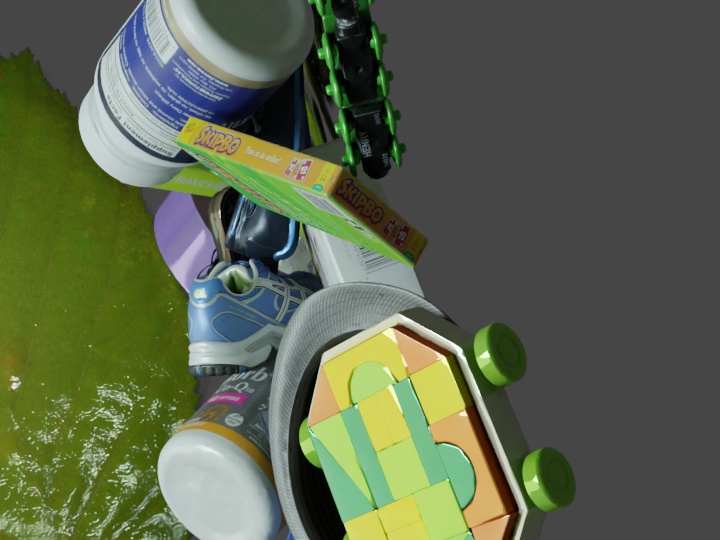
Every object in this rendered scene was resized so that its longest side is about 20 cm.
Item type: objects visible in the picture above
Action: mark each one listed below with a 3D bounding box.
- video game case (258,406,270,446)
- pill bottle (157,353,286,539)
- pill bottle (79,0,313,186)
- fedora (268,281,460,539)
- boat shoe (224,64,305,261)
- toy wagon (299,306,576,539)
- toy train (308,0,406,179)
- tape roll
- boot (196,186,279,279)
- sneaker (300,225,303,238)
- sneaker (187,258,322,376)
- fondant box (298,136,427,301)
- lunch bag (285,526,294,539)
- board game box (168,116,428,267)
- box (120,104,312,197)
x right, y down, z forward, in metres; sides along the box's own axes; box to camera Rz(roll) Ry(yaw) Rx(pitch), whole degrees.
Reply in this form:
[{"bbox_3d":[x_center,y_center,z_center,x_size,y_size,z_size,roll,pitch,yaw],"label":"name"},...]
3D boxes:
[{"bbox_3d":[0.014,0.137,1.031,0.200,0.141,0.019,-120,14,-59],"label":"video game case"},{"bbox_3d":[-0.070,0.131,1.189,0.200,0.115,0.118,-47,-52,-46],"label":"pill bottle"},{"bbox_3d":[-0.130,-0.149,1.066,0.200,0.115,0.117,-37,70,48],"label":"pill bottle"},{"bbox_3d":[0.032,0.104,0.872,0.090,0.175,0.203,-8,-84,-54],"label":"fedora"},{"bbox_3d":[-0.081,-0.112,1.173,0.084,0.068,0.203,85,-173,-71],"label":"boat shoe"},{"bbox_3d":[0.044,0.125,0.775,0.154,0.039,0.202,-30,77,40],"label":"toy wagon"},{"bbox_3d":[-0.006,-0.135,0.838,0.201,0.041,0.057,78,180,-50],"label":"toy train"},{"bbox_3d":[-0.109,-0.023,1.438,0.199,0.066,0.201,34,-153,-20],"label":"tape roll"},{"bbox_3d":[-0.120,0.003,1.272,0.096,0.075,0.201,11,138,30],"label":"boot"},{"bbox_3d":[-0.071,-0.067,1.380,0.200,0.089,0.079,-122,14,-58],"label":"sneaker"},{"bbox_3d":[-0.079,0.025,1.172,0.200,0.075,0.078,-33,-64,-66],"label":"sneaker"},{"bbox_3d":[0.000,0.000,1.118,0.200,0.058,0.146,92,158,-72],"label":"fondant box"},{"bbox_3d":[0.016,0.220,1.118,0.133,0.134,0.202,82,-157,-57],"label":"lunch bag"},{"bbox_3d":[-0.048,-0.057,0.971,0.199,0.030,0.095,19,166,48],"label":"board game box"},{"bbox_3d":[-0.117,-0.124,1.241,0.048,0.198,0.124,-34,57,47],"label":"box"}]
